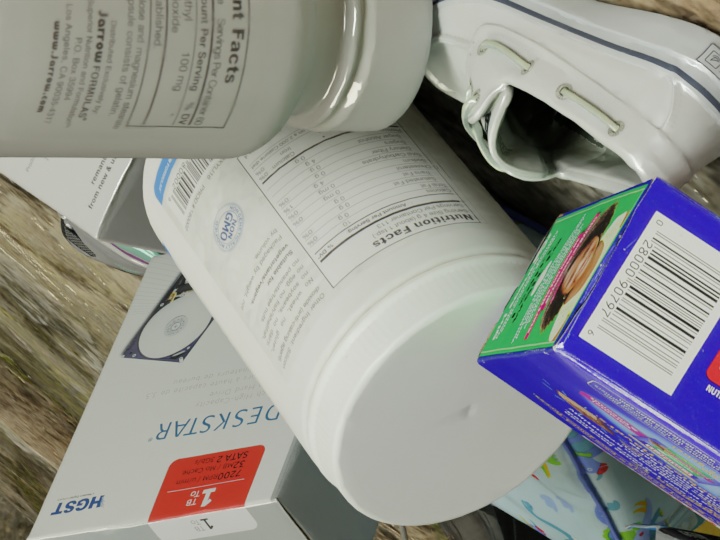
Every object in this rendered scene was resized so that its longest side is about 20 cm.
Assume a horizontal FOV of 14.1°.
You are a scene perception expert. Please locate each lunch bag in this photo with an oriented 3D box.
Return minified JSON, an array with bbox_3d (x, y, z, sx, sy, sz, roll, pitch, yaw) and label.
[{"bbox_3d":[0.082,0.055,1.399,0.161,0.082,0.200,32,161,42],"label":"lunch bag"}]

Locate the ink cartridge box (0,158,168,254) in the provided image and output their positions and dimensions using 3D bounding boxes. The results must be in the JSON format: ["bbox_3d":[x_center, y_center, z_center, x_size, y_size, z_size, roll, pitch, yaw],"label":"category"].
[{"bbox_3d":[-0.141,-0.089,1.447,0.200,0.085,0.146,33,-169,30],"label":"ink cartridge box"}]

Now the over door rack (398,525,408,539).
[{"bbox_3d":[0.082,0.179,1.726,0.148,0.067,0.200,32,141,30],"label":"over door rack"}]

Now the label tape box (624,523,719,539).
[{"bbox_3d":[0.207,0.164,1.261,0.143,0.066,0.200,14,180,-16],"label":"label tape box"}]

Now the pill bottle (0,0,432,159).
[{"bbox_3d":[-0.079,-0.101,1.137,0.199,0.115,0.114,-1,-172,-30],"label":"pill bottle"}]

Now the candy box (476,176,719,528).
[{"bbox_3d":[0.140,0.047,1.071,0.169,0.077,0.200,33,173,-3],"label":"candy box"}]

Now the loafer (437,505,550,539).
[{"bbox_3d":[0.072,0.126,1.585,0.072,0.073,0.200,3,124,46],"label":"loafer"}]

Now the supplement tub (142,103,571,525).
[{"bbox_3d":[0.000,0.000,1.263,0.200,0.132,0.132,52,175,41],"label":"supplement tub"}]

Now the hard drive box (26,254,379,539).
[{"bbox_3d":[-0.057,0.074,1.467,0.155,0.200,0.077,-12,130,31],"label":"hard drive box"}]

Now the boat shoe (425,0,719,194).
[{"bbox_3d":[0.068,-0.069,1.115,0.074,0.067,0.200,50,163,-25],"label":"boat shoe"}]

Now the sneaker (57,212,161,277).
[{"bbox_3d":[-0.170,-0.057,1.711,0.200,0.078,0.140,43,164,-2],"label":"sneaker"}]

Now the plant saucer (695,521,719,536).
[{"bbox_3d":[0.213,0.197,1.524,0.200,0.048,0.200,47,164,-16],"label":"plant saucer"}]
